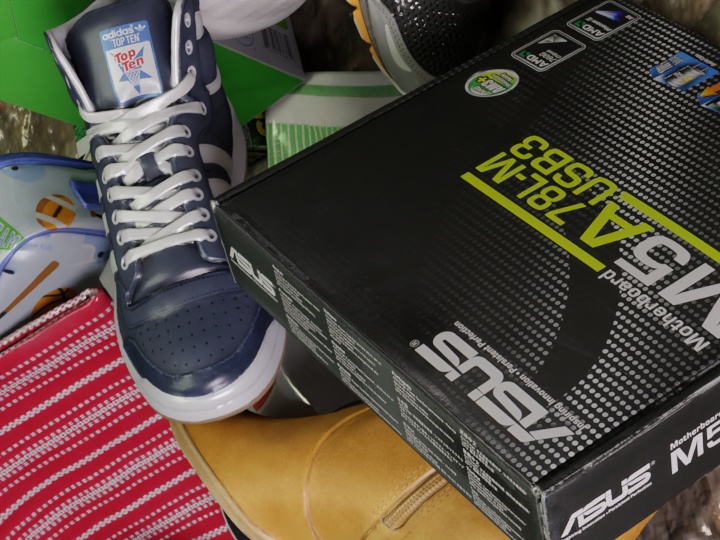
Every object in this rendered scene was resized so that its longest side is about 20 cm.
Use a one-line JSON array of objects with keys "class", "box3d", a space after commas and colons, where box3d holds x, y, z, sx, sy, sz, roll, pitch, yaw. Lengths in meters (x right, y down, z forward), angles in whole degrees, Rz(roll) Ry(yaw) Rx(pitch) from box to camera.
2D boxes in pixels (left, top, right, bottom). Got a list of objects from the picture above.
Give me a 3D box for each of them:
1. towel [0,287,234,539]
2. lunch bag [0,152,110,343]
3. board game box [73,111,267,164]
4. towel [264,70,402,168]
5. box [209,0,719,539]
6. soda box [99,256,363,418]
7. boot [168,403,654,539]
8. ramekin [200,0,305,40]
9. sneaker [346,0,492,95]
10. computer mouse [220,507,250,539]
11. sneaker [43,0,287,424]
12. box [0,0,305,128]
[{"class": "towel", "box3d": [-0.135, 0.107, 0.841, 0.144, 0.200, 0.023, -30, 38, 9]}, {"class": "lunch bag", "box3d": [-0.144, 0.011, 0.864, 0.160, 0.200, 0.076, -54, 56, 24]}, {"class": "board game box", "box3d": [-0.116, -0.092, 0.963, 0.200, 0.023, 0.105, -24, 72, 52]}, {"class": "towel", "box3d": [0.000, 0.000, 0.815, 0.152, 0.023, 0.200, 6, 98, 52]}, {"class": "box", "box3d": [0.078, -0.011, 0.571, 0.200, 0.193, 0.048, 41, 151, 45]}, {"class": "soda box", "box3d": [-0.036, 0.046, 0.735, 0.200, 0.068, 0.063, 52, 126, 30]}, {"class": "boot", "box3d": [0.024, 0.062, 0.614, 0.144, 0.071, 0.201, -49, 47, -2]}, {"class": "ramekin", "box3d": [-0.057, -0.212, 0.733, 0.094, 0.202, 0.203, -14, 82, 41]}, {"class": "sneaker", "box3d": [0.050, -0.166, 0.690, 0.077, 0.078, 0.200, 27, 116, 39]}, {"class": "computer mouse", "box3d": [-0.011, 0.060, 0.789, 0.110, 0.044, 0.200, 47, 124, 31]}, {"class": "sneaker", "box3d": [-0.081, -0.038, 0.659, 0.200, 0.070, 0.109, -102, -4, -46]}, {"class": "box", "box3d": [-0.139, -0.172, 0.809, 0.097, 0.200, 0.177, -32, 61, 31]}]
